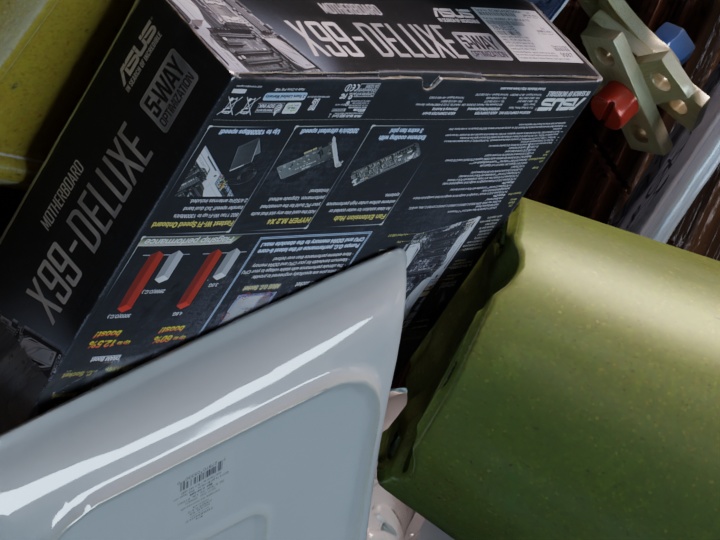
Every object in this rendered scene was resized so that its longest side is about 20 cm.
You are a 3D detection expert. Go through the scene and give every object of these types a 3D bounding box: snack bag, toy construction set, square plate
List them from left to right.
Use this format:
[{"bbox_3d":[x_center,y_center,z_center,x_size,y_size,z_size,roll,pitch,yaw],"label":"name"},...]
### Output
[{"bbox_3d":[-0.065,0.104,0.899,0.199,0.028,0.199,-26,143,-31],"label":"square plate"},{"bbox_3d":[0.137,-0.152,1.104,0.201,0.092,0.132,-57,149,-31],"label":"toy construction set"},{"bbox_3d":[0.148,-0.047,1.139,0.189,0.021,0.200,-56,179,0],"label":"snack bag"}]

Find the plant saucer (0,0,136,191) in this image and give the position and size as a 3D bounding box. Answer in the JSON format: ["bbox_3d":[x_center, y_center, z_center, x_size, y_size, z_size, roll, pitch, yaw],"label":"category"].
[{"bbox_3d":[-0.066,-0.092,0.824,0.200,0.049,0.200,-51,152,19],"label":"plant saucer"}]

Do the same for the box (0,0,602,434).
[{"bbox_3d":[-0.026,-0.021,0.874,0.199,0.050,0.158,-6,137,-50],"label":"box"}]

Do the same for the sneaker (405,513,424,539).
[{"bbox_3d":[0.082,0.126,1.217,0.200,0.080,0.071,-31,133,-43],"label":"sneaker"}]

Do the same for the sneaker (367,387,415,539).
[{"bbox_3d":[-0.016,0.140,1.084,0.200,0.080,0.077,-54,144,-18],"label":"sneaker"}]

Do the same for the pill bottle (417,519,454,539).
[{"bbox_3d":[0.112,0.090,1.130,0.200,0.110,0.111,-30,134,-42],"label":"pill bottle"}]

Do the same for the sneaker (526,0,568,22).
[{"bbox_3d":[0.055,-0.130,0.952,0.201,0.070,0.109,109,3,-52],"label":"sneaker"}]

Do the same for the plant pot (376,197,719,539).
[{"bbox_3d":[0.113,0.068,0.973,0.201,0.189,0.200,-63,-174,12],"label":"plant pot"}]
